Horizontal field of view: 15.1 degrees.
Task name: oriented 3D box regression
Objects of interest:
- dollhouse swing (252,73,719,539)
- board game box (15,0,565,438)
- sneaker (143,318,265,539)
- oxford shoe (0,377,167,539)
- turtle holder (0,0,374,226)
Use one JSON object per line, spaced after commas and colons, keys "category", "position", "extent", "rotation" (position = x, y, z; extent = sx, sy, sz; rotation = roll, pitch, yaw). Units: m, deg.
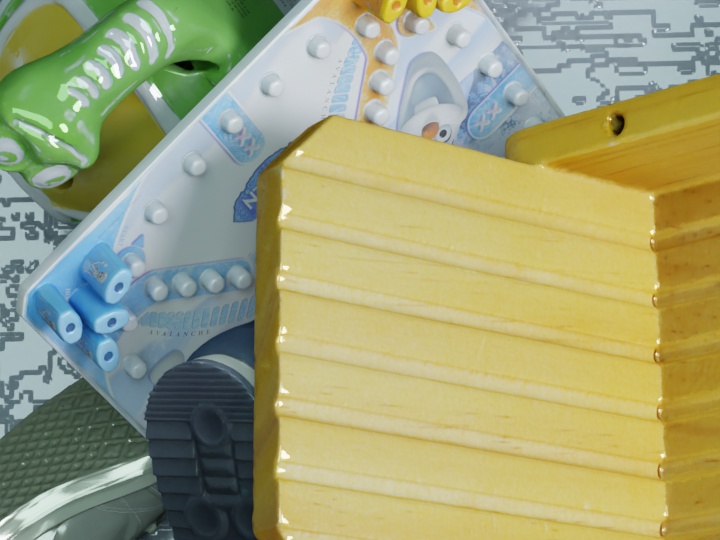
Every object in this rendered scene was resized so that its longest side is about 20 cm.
{"category": "dollhouse swing", "position": [0.087, 0.028, 0.907], "extent": [0.181, 0.175, 0.201], "rotation": [-14, 67, 38]}
{"category": "board game box", "position": [0.000, 0.000, 1.007], "extent": [0.200, 0.200, 0.026], "rotation": [-46, 43, -5]}
{"category": "sneaker", "position": [-0.022, 0.111, 0.974], "extent": [0.070, 0.082, 0.201], "rotation": [9, 116, 27]}
{"category": "oxford shoe", "position": [-0.112, 0.092, 1.059], "extent": [0.200, 0.075, 0.058], "rotation": [-36, 123, -11]}
{"category": "turtle holder", "position": [-0.075, -0.072, 1.022], "extent": [0.132, 0.186, 0.141], "rotation": [-37, 121, 17]}
